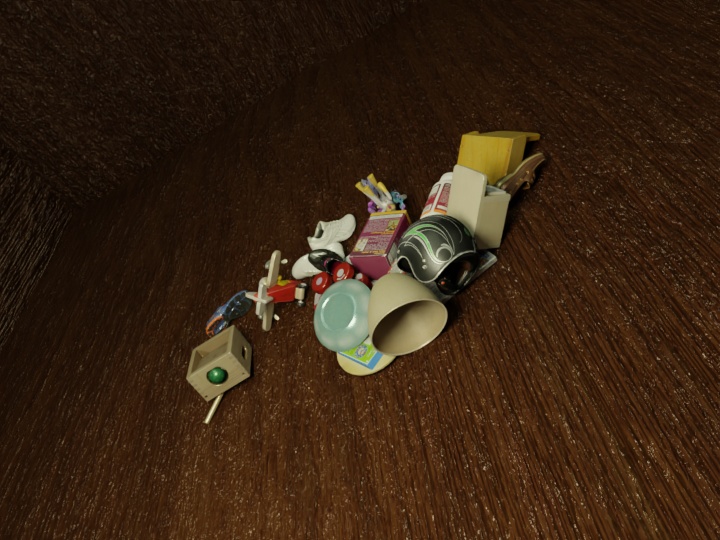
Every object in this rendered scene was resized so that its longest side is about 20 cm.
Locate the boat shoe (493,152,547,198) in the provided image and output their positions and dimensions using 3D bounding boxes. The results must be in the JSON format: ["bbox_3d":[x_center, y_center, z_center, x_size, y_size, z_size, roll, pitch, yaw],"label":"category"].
[{"bbox_3d":[0.468,-0.263,1.623,0.199,0.072,0.068,-37,69,-15],"label":"boat shoe"}]

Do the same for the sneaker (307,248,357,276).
[{"bbox_3d":[-0.090,-0.025,1.736,0.199,0.084,0.077,24,82,35],"label":"sneaker"}]

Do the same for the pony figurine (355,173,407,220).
[{"bbox_3d":[0.074,-0.213,1.807,0.166,0.200,0.193,-44,21,0],"label":"pony figurine"}]

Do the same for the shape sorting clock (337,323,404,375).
[{"bbox_3d":[0.027,0.192,1.496,0.198,0.039,0.201,-23,36,18],"label":"shape sorting clock"}]

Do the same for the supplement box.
[{"bbox_3d":[0.070,-0.076,1.688,0.129,0.104,0.201,0,45,32],"label":"supplement box"}]

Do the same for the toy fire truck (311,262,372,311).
[{"bbox_3d":[-0.059,0.087,1.620,0.198,0.112,0.170,-22,48,32],"label":"toy fire truck"}]

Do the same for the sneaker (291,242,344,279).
[{"bbox_3d":[-0.138,-0.011,1.833,0.199,0.075,0.089,-30,56,20],"label":"sneaker"}]

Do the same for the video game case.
[{"bbox_3d":[0.256,-0.001,1.541,0.199,0.018,0.143,-39,36,-2],"label":"video game case"}]

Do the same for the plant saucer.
[{"bbox_3d":[-0.053,0.115,1.517,0.199,0.039,0.204,-11,68,29],"label":"plant saucer"}]

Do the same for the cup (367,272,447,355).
[{"bbox_3d":[0.096,0.091,1.394,0.199,0.201,0.144,-31,48,7],"label":"cup"}]

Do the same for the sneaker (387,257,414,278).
[{"bbox_3d":[0.120,0.041,1.555,0.077,0.081,0.202,-23,43,52],"label":"sneaker"}]

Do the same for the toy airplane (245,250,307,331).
[{"bbox_3d":[-0.277,0.064,1.751,0.140,0.200,0.201,26,69,40],"label":"toy airplane"}]

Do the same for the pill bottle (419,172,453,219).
[{"bbox_3d":[0.252,-0.192,1.673,0.112,0.113,0.201,-4,47,36],"label":"pill bottle"}]

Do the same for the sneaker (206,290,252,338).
[{"bbox_3d":[-0.454,0.138,1.924,0.200,0.076,0.078,-42,33,-11],"label":"sneaker"}]

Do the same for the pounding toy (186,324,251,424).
[{"bbox_3d":[-0.417,0.307,1.678,0.183,0.143,0.201,-31,26,6],"label":"pounding toy"}]

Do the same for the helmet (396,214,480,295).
[{"bbox_3d":[0.194,-0.048,1.455,0.199,0.200,0.191,-37,54,-1],"label":"helmet"}]

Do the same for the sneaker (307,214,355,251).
[{"bbox_3d":[-0.096,-0.136,1.899,0.200,0.100,0.077,-45,33,-24],"label":"sneaker"}]

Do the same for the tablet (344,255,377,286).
[{"bbox_3d":[0.000,0.000,1.752,0.129,0.014,0.201,-34,36,5],"label":"tablet"}]

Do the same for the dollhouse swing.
[{"bbox_3d":[0.438,-0.356,1.767,0.199,0.174,0.184,20,104,48],"label":"dollhouse swing"}]

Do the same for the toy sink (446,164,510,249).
[{"bbox_3d":[0.317,-0.174,1.515,0.111,0.203,0.130,-7,24,-28],"label":"toy sink"}]
